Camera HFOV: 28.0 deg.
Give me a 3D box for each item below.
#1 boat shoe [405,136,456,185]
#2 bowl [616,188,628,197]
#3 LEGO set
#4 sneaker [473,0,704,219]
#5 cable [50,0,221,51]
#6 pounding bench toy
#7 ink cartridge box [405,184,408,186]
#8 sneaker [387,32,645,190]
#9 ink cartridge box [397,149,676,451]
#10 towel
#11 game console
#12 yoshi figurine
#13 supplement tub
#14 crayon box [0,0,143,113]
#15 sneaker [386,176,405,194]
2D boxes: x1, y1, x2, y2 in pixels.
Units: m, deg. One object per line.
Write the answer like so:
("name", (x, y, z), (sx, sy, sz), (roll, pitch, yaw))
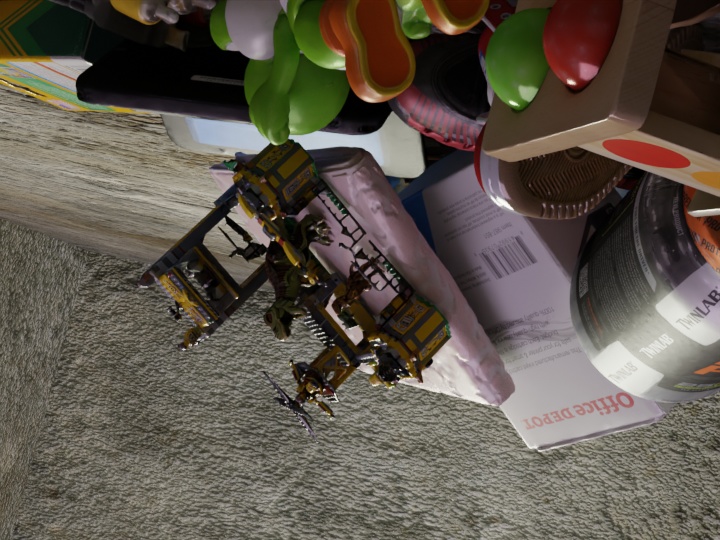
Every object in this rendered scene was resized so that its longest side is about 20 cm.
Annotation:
("boat shoe", (0.063, -0.078, 1.128), (0.198, 0.073, 0.072), (12, 174, 26))
("bowl", (0.178, -0.027, 1.030), (0.199, 0.108, 0.201), (29, 141, 27))
("LEGO set", (-0.051, 0.024, 0.916), (0.201, 0.116, 0.153), (53, 157, -17))
("sneaker", (0.081, -0.085, 0.713), (0.112, 0.072, 0.200), (16, -151, 31))
("cable", (-0.165, -0.186, 0.931), (0.199, 0.051, 0.097), (26, -159, 25))
("pounding bench toy", (0.125, -0.091, 0.587), (0.155, 0.125, 0.200), (16, 174, -15))
("ink cartridge box", (0.095, -0.001, 1.166), (0.199, 0.200, 0.047), (8, 172, 43))
("sneaker", (0.112, -0.098, 0.829), (0.199, 0.072, 0.098), (14, 175, -11))
("ink cartridge box", (0.120, 0.008, 0.958), (0.201, 0.084, 0.145), (54, 146, -7))
("towel", (0.000, 0.000, 0.982), (0.190, 0.032, 0.201), (9, 138, 57))
("game console", (-0.065, -0.092, 0.963), (0.198, 0.117, 0.176), (7, -152, 12))
("yoshi figurine", (-0.013, -0.119, 0.777), (0.112, 0.113, 0.199), (10, 180, -30))
("supplement tub", (0.194, -0.006, 0.787), (0.121, 0.124, 0.200), (15, 162, -2))
("crayon box", (-0.213, -0.163, 1.108), (0.199, 0.052, 0.125), (8, 171, 45))
("sneaker", (-0.016, -0.077, 1.096), (0.090, 0.075, 0.201), (-18, 115, 44))
